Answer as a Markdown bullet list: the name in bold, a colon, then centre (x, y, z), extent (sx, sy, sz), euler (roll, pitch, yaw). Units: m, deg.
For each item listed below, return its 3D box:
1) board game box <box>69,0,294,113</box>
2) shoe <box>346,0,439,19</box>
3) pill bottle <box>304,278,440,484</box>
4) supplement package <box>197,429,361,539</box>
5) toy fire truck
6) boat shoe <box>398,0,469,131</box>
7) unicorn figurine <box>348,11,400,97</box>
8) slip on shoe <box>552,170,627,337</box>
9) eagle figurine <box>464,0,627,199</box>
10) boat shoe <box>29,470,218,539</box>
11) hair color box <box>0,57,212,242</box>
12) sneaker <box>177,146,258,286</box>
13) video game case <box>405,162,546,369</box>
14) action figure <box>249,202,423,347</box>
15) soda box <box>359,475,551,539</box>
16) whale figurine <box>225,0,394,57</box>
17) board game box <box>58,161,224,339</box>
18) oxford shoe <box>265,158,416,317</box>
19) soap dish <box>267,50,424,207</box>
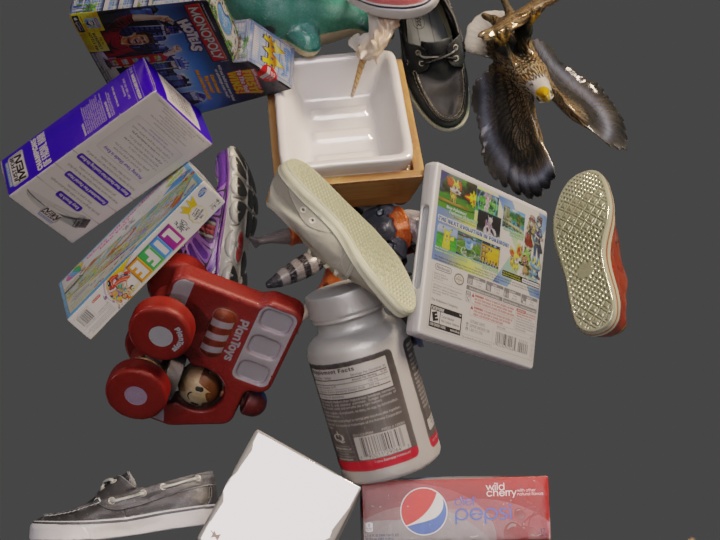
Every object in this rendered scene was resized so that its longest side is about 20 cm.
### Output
- **board game box**: centre (-0.180, -0.239, 1.454), extent (0.199, 0.200, 0.062), euler (-4, 59, 10)
- **shoe**: centre (-0.010, -0.333, 1.412), extent (0.200, 0.091, 0.072), euler (26, 71, 17)
- **pill bottle**: centre (0.008, 0.112, 1.422), extent (0.110, 0.111, 0.201), euler (-16, 99, -4)
- **supplement package**: centre (-0.077, 0.249, 1.374), extent (0.120, 0.200, 0.121), euler (28, 80, 5)
- **toy fire truck**: centre (-0.165, 0.089, 1.431), extent (0.168, 0.112, 0.200), euler (21, 120, -7)
- **boat shoe**: centre (0.082, -0.260, 1.552), extent (0.074, 0.066, 0.200), euler (-8, 78, -3)
- **unicorn figurine**: centre (0.033, -0.303, 1.480), extent (0.200, 0.074, 0.137), euler (-32, 58, -8)
- **slip on shoe**: centre (0.260, -0.017, 1.512), extent (0.074, 0.061, 0.201), euler (-17, 64, 28)
- **eagle figurine**: centre (0.197, -0.201, 1.523), extent (0.151, 0.200, 0.151), euler (-6, 36, 31)
- **boat shoe**: centre (-0.250, 0.247, 1.437), extent (0.199, 0.072, 0.068), euler (-7, 80, -5)
- **hair color box**: centre (-0.273, -0.127, 1.463), extent (0.200, 0.109, 0.065), euler (-34, 50, 10)
- **sneaker**: centre (-0.165, -0.043, 1.501), extent (0.083, 0.081, 0.201), euler (5, 75, 13)
- **video game case**: centre (0.128, -0.001, 1.453), extent (0.022, 0.200, 0.183), euler (-4, 73, 43)
- **action figure**: centre (0.000, 0.000, 1.481), extent (0.193, 0.105, 0.200), euler (-25, 79, 3)
- **soda box**: centre (0.099, 0.255, 1.446), extent (0.199, 0.063, 0.070), euler (-1, 79, -2)
- **whale figurine**: centre (-0.056, -0.311, 1.534), extent (0.199, 0.104, 0.159), euler (7, 49, -9)
- **board game box**: centre (-0.237, -0.028, 1.450), extent (0.200, 0.134, 0.034), euler (-45, 113, 0)
- **oxford shoe**: centre (-0.021, -0.026, 1.371), extent (0.200, 0.075, 0.058), euler (47, 113, 6)
- **soap dish**: centre (-0.020, -0.151, 1.485), extent (0.157, 0.081, 0.200), euler (-5, 46, -3)
